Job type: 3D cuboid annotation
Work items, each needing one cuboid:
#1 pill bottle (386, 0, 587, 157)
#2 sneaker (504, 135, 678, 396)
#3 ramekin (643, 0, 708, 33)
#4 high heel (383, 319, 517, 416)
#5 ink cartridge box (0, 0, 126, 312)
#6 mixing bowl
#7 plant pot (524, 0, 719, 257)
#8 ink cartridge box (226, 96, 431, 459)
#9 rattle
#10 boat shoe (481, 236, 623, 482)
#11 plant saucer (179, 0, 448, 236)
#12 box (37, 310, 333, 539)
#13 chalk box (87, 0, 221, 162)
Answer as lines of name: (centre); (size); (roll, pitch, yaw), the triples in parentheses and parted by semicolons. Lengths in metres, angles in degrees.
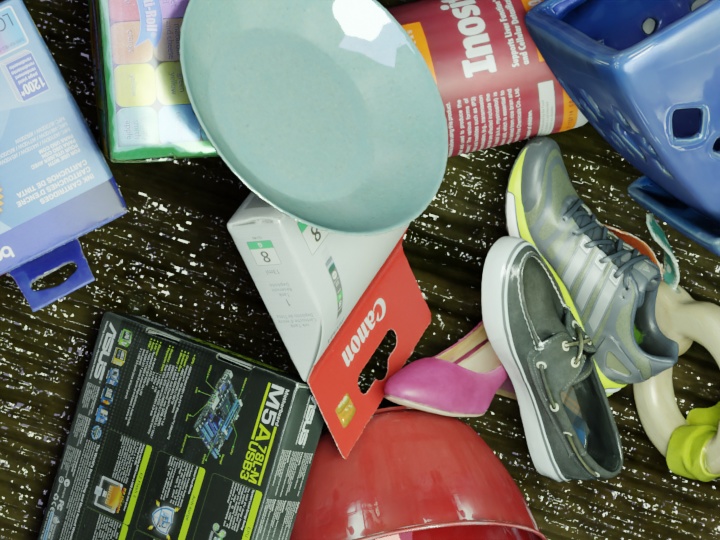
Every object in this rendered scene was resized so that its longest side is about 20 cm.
pill bottle: (0.056, -0.135, 1.684); (0.200, 0.113, 0.113); (-14, 96, -7)
sneaker: (0.167, -0.007, 1.692); (0.081, 0.074, 0.200); (-13, 111, 35)
ramekin: (0.269, -0.168, 1.719); (0.200, 0.098, 0.201); (-1, 94, -7)
high heel: (0.086, 0.049, 1.679); (0.200, 0.067, 0.096); (-2, 104, -50)
ink cartridge box: (-0.252, -0.073, 1.667); (0.136, 0.076, 0.200); (-27, 99, -5)
mixing bowl: (0.024, 0.163, 1.682); (0.200, 0.200, 0.109); (-7, 66, -7)
plant pot: (0.250, -0.124, 1.571); (0.200, 0.200, 0.180); (-30, 110, -5)
ink cartridge box: (0.000, 0.000, 1.600); (0.050, 0.161, 0.200); (-5, 124, 34)
rattle: (0.266, 0.045, 1.752); (0.143, 0.130, 0.200); (-13, 69, -17)
boat shoe: (0.137, 0.062, 1.660); (0.069, 0.057, 0.200); (-49, 132, -40)
plant saucer: (-0.036, -0.104, 1.516); (0.201, 0.039, 0.201); (18, 55, -28)
box: (-0.127, 0.147, 1.654); (0.193, 0.047, 0.200); (17, 92, 36)
chalk box: (-0.117, -0.138, 1.616); (0.124, 0.200, 0.125); (-4, 94, -7)
